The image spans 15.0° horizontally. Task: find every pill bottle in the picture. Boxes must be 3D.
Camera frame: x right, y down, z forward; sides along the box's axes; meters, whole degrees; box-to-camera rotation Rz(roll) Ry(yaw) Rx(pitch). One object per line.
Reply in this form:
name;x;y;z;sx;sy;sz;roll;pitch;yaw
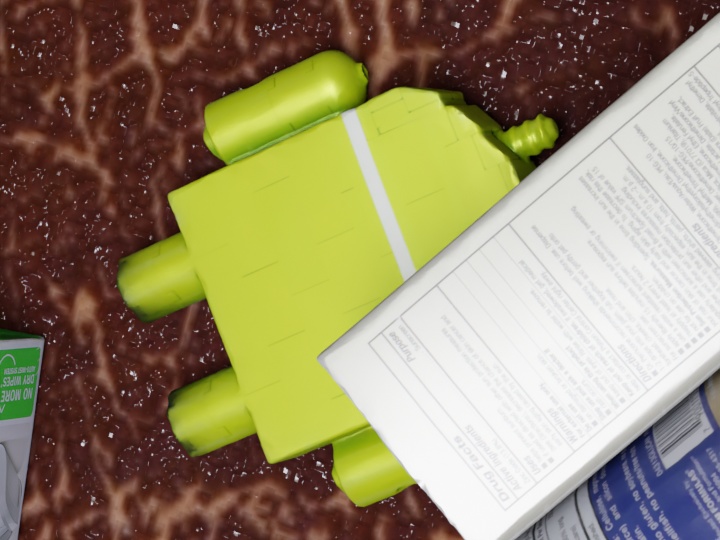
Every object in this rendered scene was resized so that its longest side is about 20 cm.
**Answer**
pill bottle;0.112;0.132;1.054;0.200;0.111;0.111;-42;79;17

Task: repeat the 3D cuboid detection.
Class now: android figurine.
android figurine;0.000;0.000;1.127;0.199;0.041;0.183;-25;83;19

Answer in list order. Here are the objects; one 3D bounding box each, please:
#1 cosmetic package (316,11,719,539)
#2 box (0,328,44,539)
cosmetic package;0.094;0.005;1.031;0.200;0.087;0.103;-39;86;7
box;-0.254;0.100;1.195;0.199;0.097;0.177;10;93;18
